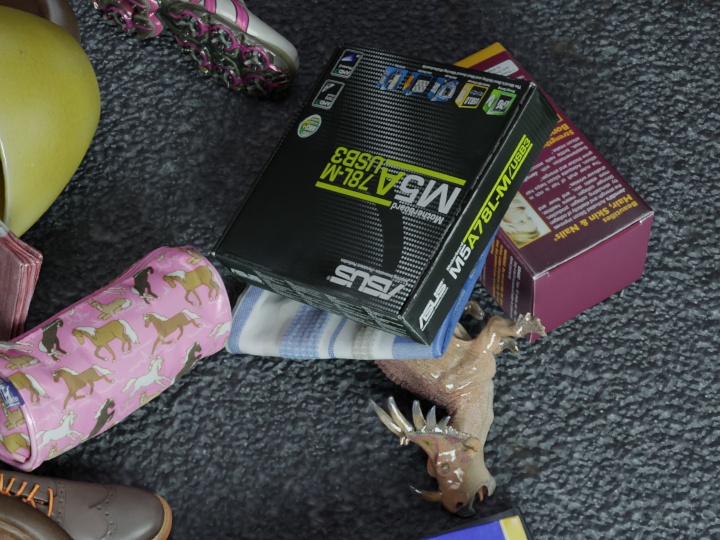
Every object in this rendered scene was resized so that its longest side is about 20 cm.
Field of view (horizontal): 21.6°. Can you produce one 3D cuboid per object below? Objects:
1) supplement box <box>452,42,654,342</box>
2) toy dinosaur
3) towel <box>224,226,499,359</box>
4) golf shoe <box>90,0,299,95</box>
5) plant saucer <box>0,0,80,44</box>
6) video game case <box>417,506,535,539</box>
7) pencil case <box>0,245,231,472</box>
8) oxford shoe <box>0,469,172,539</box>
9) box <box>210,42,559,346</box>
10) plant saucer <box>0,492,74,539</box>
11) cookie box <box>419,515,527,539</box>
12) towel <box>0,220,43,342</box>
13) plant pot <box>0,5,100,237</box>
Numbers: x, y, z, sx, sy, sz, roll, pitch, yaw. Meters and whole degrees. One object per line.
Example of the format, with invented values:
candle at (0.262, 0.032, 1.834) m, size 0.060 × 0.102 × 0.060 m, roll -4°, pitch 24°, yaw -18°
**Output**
supplement box at (0.115, -0.061, 1.419) m, size 0.110 × 0.086 × 0.200 m, roll -28°, pitch 59°, yaw -18°
toy dinosaur at (0.043, 0.062, 1.339) m, size 0.135 × 0.086 × 0.200 m, roll -36°, pitch 57°, yaw -15°
towel at (0.000, 0.000, 1.356) m, size 0.198 × 0.024 × 0.148 m, roll 0°, pitch 53°, yaw 38°
golf shoe at (-0.123, -0.215, 1.535) m, size 0.199 × 0.073 × 0.092 m, roll 31°, pitch 59°, yaw 20°
plant saucer at (-0.329, -0.190, 1.542) m, size 0.198 × 0.032 × 0.202 m, roll 1°, pitch 55°, yaw -1°
video game case at (0.041, 0.248, 1.245) m, size 0.198 × 0.019 × 0.144 m, roll -17°, pitch 57°, yaw -11°
pencil case at (-0.180, 0.057, 1.318) m, size 0.083 × 0.087 × 0.199 m, roll 35°, pitch 48°, yaw 28°
oxford shoe at (-0.226, 0.168, 1.265) m, size 0.198 × 0.073 × 0.072 m, roll -5°, pitch 55°, yaw -4°
box at (0.015, -0.060, 1.339) m, size 0.199 × 0.048 × 0.194 m, roll 19°, pitch 69°, yaw 43°
plant saucer at (-0.253, 0.231, 1.186) m, size 0.198 × 0.035 × 0.202 m, roll 5°, pitch 68°, yaw -13°
cookie box at (0.030, 0.263, 1.177) m, size 0.198 × 0.076 × 0.172 m, roll -13°, pitch 55°, yaw -9°
towel at (-0.298, -0.016, 1.355) m, size 0.023 × 0.145 × 0.200 m, roll -23°, pitch 56°, yaw -38°
plant pot at (-0.278, -0.119, 1.412) m, size 0.199 × 0.201 × 0.142 m, roll 37°, pitch 43°, yaw 23°
